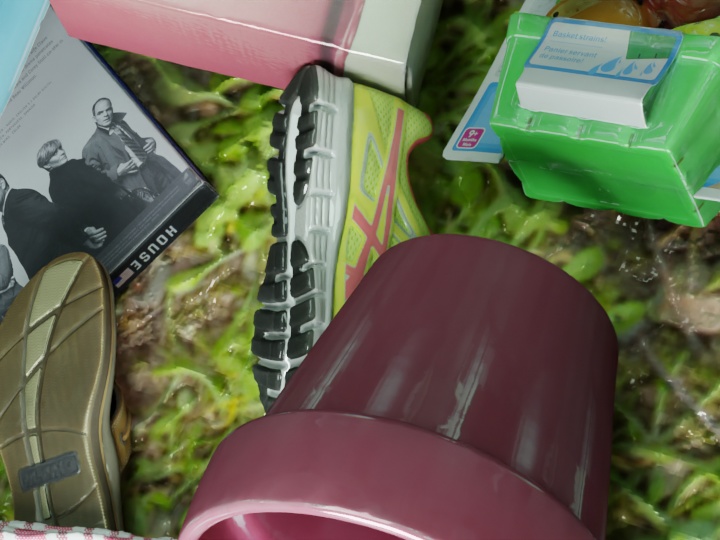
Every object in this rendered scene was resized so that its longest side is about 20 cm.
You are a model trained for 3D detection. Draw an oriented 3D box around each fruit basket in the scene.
[{"bbox_3d":[0.153,-0.125,1.172,0.184,0.094,0.201,12,66,36],"label":"fruit basket"}]

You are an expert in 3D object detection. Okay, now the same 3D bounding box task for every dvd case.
[{"bbox_3d":[-0.188,-0.055,1.355,0.150,0.025,0.200,-43,54,3],"label":"dvd case"}]

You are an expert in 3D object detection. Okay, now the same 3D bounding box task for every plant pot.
[{"bbox_3d":[0.035,0.092,1.081,0.198,0.201,0.180,2,52,28],"label":"plant pot"}]

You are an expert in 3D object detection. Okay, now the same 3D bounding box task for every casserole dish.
[{"bbox_3d":[-0.199,-0.162,1.322,0.201,0.039,0.121,-63,22,21],"label":"casserole dish"}]

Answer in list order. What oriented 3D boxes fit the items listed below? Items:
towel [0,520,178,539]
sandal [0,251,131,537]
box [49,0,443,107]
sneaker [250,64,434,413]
[{"bbox_3d":[-0.141,0.203,1.184,0.198,0.030,0.148,1,83,28],"label":"towel"},{"bbox_3d":[-0.150,0.092,1.253,0.080,0.054,0.202,-14,75,27],"label":"sandal"},{"bbox_3d":[-0.053,-0.173,1.240,0.198,0.109,0.129,14,80,5],"label":"box"},{"bbox_3d":[0.000,0.000,1.204,0.078,0.090,0.202,-178,95,-65],"label":"sneaker"}]
